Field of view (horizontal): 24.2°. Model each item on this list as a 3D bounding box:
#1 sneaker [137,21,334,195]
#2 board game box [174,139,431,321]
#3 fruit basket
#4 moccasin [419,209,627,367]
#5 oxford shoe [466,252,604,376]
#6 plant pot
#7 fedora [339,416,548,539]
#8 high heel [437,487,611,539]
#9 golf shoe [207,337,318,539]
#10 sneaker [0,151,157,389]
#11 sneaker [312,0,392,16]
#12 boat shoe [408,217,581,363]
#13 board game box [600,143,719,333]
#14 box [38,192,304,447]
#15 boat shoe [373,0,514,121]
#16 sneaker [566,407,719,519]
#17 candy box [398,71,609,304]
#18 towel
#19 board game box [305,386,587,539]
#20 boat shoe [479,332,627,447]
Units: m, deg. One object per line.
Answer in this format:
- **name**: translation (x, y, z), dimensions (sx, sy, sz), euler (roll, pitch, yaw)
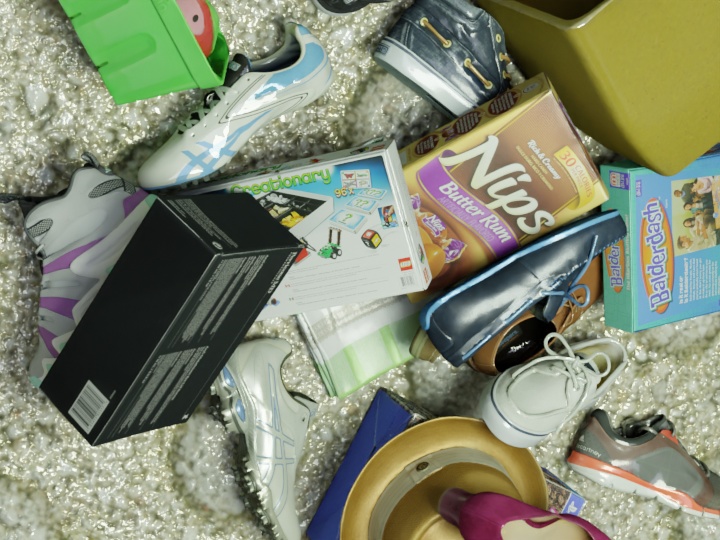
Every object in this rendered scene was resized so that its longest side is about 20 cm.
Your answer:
- **sneaker**: translation (-0.113, -0.137, 1.430), dimensions (0.199, 0.072, 0.073), euler (-38, 115, -11)
- **board game box**: translation (-0.049, -0.029, 1.439), dimensions (0.198, 0.035, 0.128), euler (-10, 107, 19)
- **fruit basket**: translation (-0.145, -0.259, 1.365), dimensions (0.213, 0.156, 0.218), euler (0, 110, -1)
- **moccasin**: translation (0.147, 0.016, 1.455), dimensions (0.198, 0.080, 0.069), euler (-29, 91, -2)
- **oxford shoe**: translation (0.186, 0.030, 1.561), dimensions (0.200, 0.071, 0.071), euler (-45, 108, -6)
- **plant pot**: translation (0.249, -0.202, 1.475), dimensions (0.195, 0.194, 0.201), euler (-35, 118, -9)
- **fedora**: translation (0.082, 0.227, 1.456), dimensions (0.198, 0.082, 0.203), euler (-4, 102, -17)
- **high heel**: translation (0.160, 0.233, 1.390), dimensions (0.198, 0.096, 0.068), euler (20, 88, -26)
- **golf shoe**: translation (-0.072, 0.156, 1.504), dimensions (0.096, 0.078, 0.202), euler (-22, 108, -18)
- **sneaker**: translation (-0.257, -0.010, 1.418), dimensions (0.139, 0.078, 0.201), euler (37, 104, 0)
- **sneaker**: translation (0.047, -0.288, 1.427), dimensions (0.200, 0.114, 0.076), euler (-43, 110, -5)
- **boat shoe**: translation (0.128, 0.018, 1.515), dimensions (0.200, 0.073, 0.063), euler (-42, 80, -16)
- **board game box**: translation (0.315, -0.036, 1.577), dimensions (0.198, 0.045, 0.154), euler (-10, 104, -31)
- **box**: translation (-0.154, 0.038, 1.382), dimensions (0.079, 0.141, 0.201), euler (43, 111, 21)
- **boat shoe**: translation (0.112, -0.169, 1.495), dimensions (0.199, 0.071, 0.091), euler (36, 89, -21)
- **sneaker**: translation (0.300, 0.185, 1.628), dimensions (0.198, 0.077, 0.083), euler (18, 89, -21)
- **candy box**: translation (0.101, -0.071, 1.460), dimensions (0.199, 0.057, 0.117), euler (-29, 112, 10)
- **towel**: translation (0.000, 0.000, 1.516), dimensions (0.148, 0.031, 0.202), euler (-27, 108, -10)
- **board game box**: translation (0.078, 0.228, 1.552), dimensions (0.199, 0.097, 0.161), euler (28, 92, -21)
- **boat shoe**: translation (0.187, 0.097, 1.514), dimensions (0.201, 0.075, 0.086), euler (-12, 151, -52)
